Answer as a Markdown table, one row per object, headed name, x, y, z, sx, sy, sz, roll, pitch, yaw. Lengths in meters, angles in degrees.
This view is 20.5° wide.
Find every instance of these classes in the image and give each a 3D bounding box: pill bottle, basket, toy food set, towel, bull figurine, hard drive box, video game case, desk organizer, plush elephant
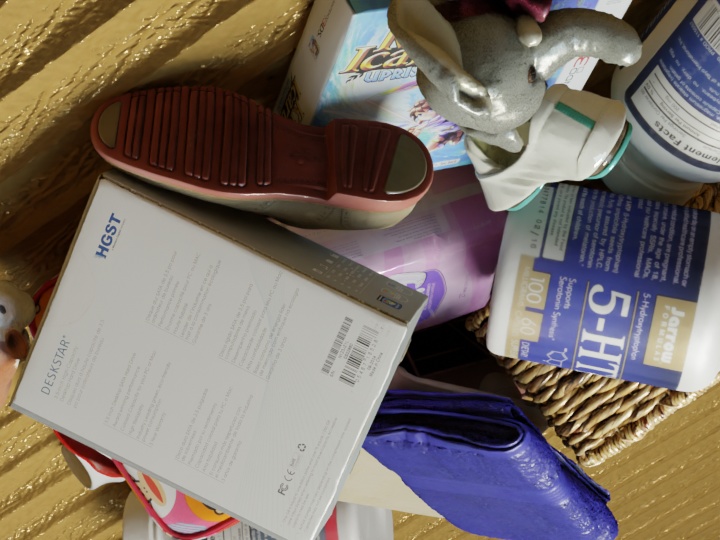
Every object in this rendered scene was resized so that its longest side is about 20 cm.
| name | x | y | z | sx | sy | sz | roll | pitch | yaw |
| --- | --- | --- | --- | --- | --- | --- | --- | --- | --- |
| pill bottle | 0.231 | -0.128 | 1.286 | 0.111 | 0.111 | 0.200 | -6 | 149 | -33 |
| basket | 0.205 | 0.021 | 1.457 | 0.200 | 0.149 | 0.143 | -42 | 179 | 31 |
| toy food set | 0.047 | 0.115 | 1.508 | 0.199 | 0.061 | 0.144 | 15 | 132 | -37 |
| pill bottle | -0.083 | 0.209 | 1.601 | 0.199 | 0.120 | 0.120 | -7 | 158 | 16 |
| towel | 0.092 | 0.141 | 1.437 | 0.147 | 0.050 | 0.200 | 5 | 155 | 31 |
| bull figurine | -0.264 | 0.060 | 1.249 | 0.121 | 0.065 | 0.200 | -10 | 162 | -13 |
| hard drive box | -0.083 | 0.047 | 1.173 | 0.156 | 0.199 | 0.077 | -65 | 175 | 16 |
| video game case | 0.053 | -0.126 | 1.213 | 0.199 | 0.046 | 0.182 | -12 | 151 | -24 |
| pill bottle | 0.189 | 0.014 | 1.303 | 0.199 | 0.120 | 0.120 | 11 | 154 | 7 |
| desk organizer | 0.055 | 0.071 | 1.559 | 0.199 | 0.072 | 0.077 | -14 | 150 | -21 |
| plush elephant | 0.075 | -0.145 | 1.043 | 0.199 | 0.156 | 0.165 | -22 | 179 | 12 |

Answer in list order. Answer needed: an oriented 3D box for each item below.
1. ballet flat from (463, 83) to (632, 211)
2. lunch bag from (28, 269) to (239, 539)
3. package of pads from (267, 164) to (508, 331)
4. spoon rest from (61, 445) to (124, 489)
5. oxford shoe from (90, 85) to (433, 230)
| name | x | y | z | sx | sy | sz | roll | pitch | yaw |
| --- | --- | --- | --- | --- | --- | --- | --- | --- | --- |
| ballet flat | 0.099 | -0.081 | 1.193 | 0.069 | 0.070 | 0.200 | -17 | -179 | -15 |
| lunch bag | -0.114 | 0.067 | 1.262 | 0.176 | 0.201 | 0.082 | -30 | -174 | 11 |
| package of pads | 0.000 | 0.000 | 1.372 | 0.199 | 0.076 | 0.121 | -18 | 150 | -14 |
| spoon rest | -0.184 | 0.103 | 1.427 | 0.099 | 0.061 | 0.200 | -15 | 154 | -18 |
| oxford shoe | -0.061 | -0.054 | 1.167 | 0.199 | 0.071 | 0.075 | 12 | 151 | -7 |
